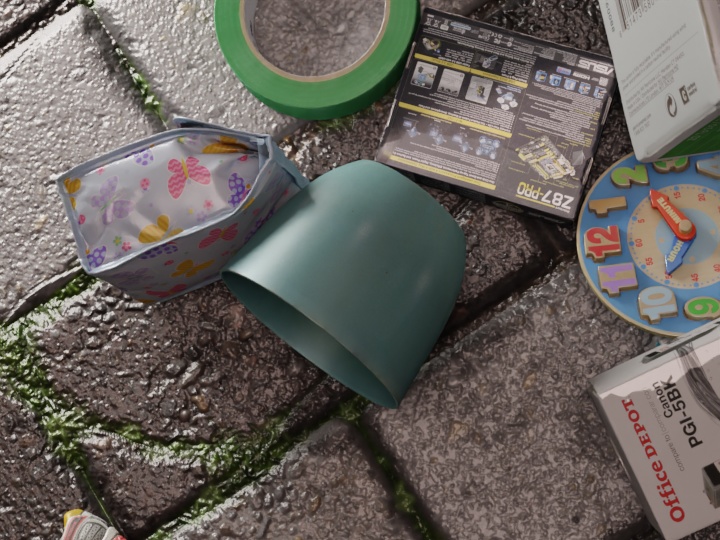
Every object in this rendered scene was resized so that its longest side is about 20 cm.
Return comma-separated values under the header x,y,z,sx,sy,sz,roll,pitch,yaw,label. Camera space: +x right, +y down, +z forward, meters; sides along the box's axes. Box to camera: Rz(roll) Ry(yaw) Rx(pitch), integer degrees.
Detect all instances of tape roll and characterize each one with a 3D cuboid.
x,y,z,sx,sy,sz,roll,pitch,yaw,label
-0.042,-0.250,1.398,0.199,0.048,0.202,-1,82,8,tape roll

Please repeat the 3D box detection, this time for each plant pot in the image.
x,y,z,sx,sy,sz,roll,pitch,yaw,label
0.000,0.000,1.287,0.200,0.201,0.161,35,77,11,plant pot

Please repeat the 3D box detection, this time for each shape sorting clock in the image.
x,y,z,sx,sy,sz,roll,pitch,yaw,label
0.296,-0.032,1.301,0.199,0.039,0.201,-6,64,12,shape sorting clock

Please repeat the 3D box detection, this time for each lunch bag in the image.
x,y,z,sx,sy,sz,roll,pitch,yaw,label
-0.152,-0.063,1.324,0.199,0.170,0.128,-20,76,8,lunch bag

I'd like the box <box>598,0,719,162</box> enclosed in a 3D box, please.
x,y,z,sx,sy,sz,roll,pitch,yaw,label
0.330,-0.220,1.250,0.170,0.199,0.201,-10,81,-12,box

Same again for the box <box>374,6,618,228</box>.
x,y,z,sx,sy,sz,roll,pitch,yaw,label
0.131,-0.146,1.359,0.199,0.049,0.162,17,82,9,box

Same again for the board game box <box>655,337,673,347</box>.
x,y,z,sx,sy,sz,roll,pitch,yaw,label
0.389,0.096,1.288,0.199,0.047,0.152,-23,79,4,board game box

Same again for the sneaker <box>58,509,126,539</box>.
x,y,z,sx,sy,sz,roll,pitch,yaw,label
-0.305,0.310,1.343,0.082,0.078,0.200,41,79,15,sneaker

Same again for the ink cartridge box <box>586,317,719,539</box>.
x,y,z,sx,sy,sz,roll,pitch,yaw,label
0.314,0.122,1.217,0.199,0.083,0.147,-26,91,4,ink cartridge box
